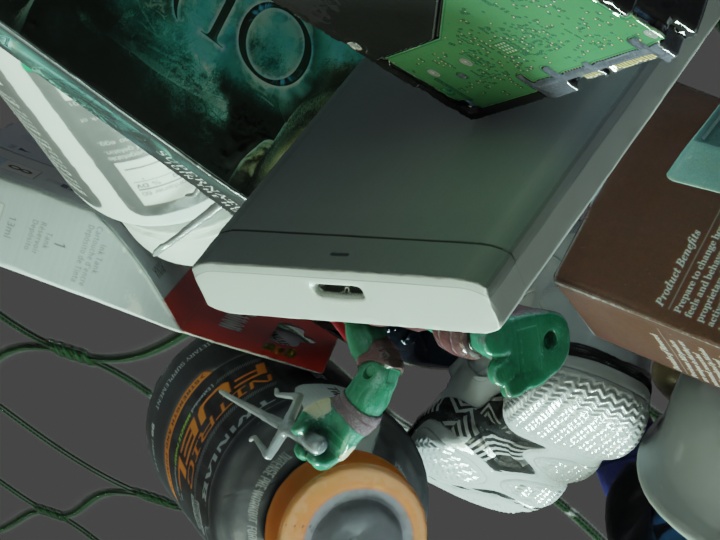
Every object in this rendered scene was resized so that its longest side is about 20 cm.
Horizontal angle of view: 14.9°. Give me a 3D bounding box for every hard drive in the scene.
[{"bbox_3d":[0.000,-0.121,0.906,0.199,0.038,0.140,30,161,-22],"label":"hard drive"},{"bbox_3d":[0.042,-0.054,1.022,0.131,0.200,0.027,3,131,37],"label":"hard drive"}]

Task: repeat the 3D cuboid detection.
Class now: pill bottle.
[{"bbox_3d":[-0.095,-0.090,1.171,0.113,0.114,0.200,10,155,25],"label":"pill bottle"},{"bbox_3d":[-0.031,0.098,1.309,0.106,0.107,0.200,30,-178,-21],"label":"pill bottle"}]

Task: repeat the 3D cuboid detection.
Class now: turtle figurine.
[{"bbox_3d":[0.000,0.000,1.164,0.199,0.101,0.150,-3,118,50],"label":"turtle figurine"}]

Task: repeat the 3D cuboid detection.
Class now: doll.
[{"bbox_3d":[0.143,0.108,1.270,0.136,0.200,0.049,-28,112,10],"label":"doll"}]

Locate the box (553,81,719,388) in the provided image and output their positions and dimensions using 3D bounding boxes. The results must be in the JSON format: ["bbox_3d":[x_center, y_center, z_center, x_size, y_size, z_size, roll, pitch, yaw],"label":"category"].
[{"bbox_3d":[0.190,0.009,1.105,0.199,0.100,0.075,24,168,26],"label":"box"}]

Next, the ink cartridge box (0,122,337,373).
[{"bbox_3d":[-0.101,-0.013,1.349,0.199,0.048,0.160,19,-171,1],"label":"ink cartridge box"}]

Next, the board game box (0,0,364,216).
[{"bbox_3d":[-0.070,-0.118,1.055,0.200,0.136,0.028,35,162,-31],"label":"board game box"}]

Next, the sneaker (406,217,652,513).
[{"bbox_3d":[0.087,0.042,1.301,0.075,0.115,0.200,27,155,-14],"label":"sneaker"}]

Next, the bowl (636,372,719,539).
[{"bbox_3d":[0.223,0.058,1.194,0.200,0.201,0.091,13,115,19],"label":"bowl"}]

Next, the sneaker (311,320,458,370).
[{"bbox_3d":[-0.014,-0.001,1.318,0.199,0.075,0.085,25,-168,-11],"label":"sneaker"}]

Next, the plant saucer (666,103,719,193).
[{"bbox_3d":[0.220,-0.031,1.038,0.199,0.070,0.019,14,120,19],"label":"plant saucer"}]
